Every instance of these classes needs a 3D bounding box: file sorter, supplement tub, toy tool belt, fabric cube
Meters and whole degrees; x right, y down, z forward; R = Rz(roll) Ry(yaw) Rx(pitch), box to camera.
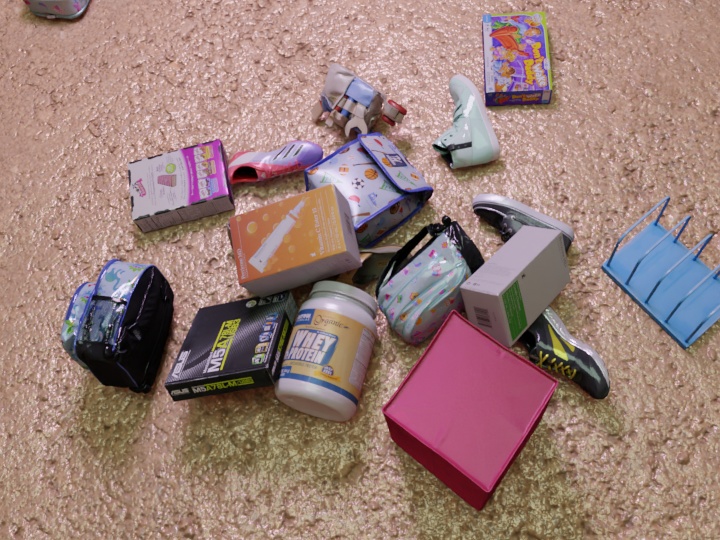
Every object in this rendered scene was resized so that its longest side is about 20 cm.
[{"bbox_3d":[0.540,-0.001,1.229,0.138,0.123,0.201,-37,67,-10],"label":"file sorter"},{"bbox_3d":[-0.053,0.136,1.225,0.141,0.145,0.204,12,67,12],"label":"supplement tub"},{"bbox_3d":[-0.008,-0.317,1.457,0.199,0.124,0.124,39,106,24],"label":"toy tool belt"},{"bbox_3d":[0.166,0.222,1.130,0.198,0.200,0.197,34,75,20],"label":"fabric cube"}]

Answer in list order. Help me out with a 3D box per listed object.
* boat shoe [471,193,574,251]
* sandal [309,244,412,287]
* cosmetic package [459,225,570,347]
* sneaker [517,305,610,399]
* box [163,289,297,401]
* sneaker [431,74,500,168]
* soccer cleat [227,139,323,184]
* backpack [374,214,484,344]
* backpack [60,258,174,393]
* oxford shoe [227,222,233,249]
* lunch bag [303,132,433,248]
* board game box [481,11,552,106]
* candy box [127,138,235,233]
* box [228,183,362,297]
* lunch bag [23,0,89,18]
[{"bbox_3d":[0.291,-0.076,1.327,0.197,0.070,0.067,25,69,9],"label":"boat shoe"},{"bbox_3d":[0.000,0.000,1.314,0.195,0.081,0.055,-7,41,-1],"label":"sandal"},{"bbox_3d":[0.263,0.022,1.217,0.084,0.109,0.199,12,42,46],"label":"cosmetic package"},{"bbox_3d":[0.328,0.145,1.209,0.083,0.075,0.201,-25,54,-23],"label":"sneaker"},{"bbox_3d":[-0.216,0.125,1.237,0.189,0.048,0.202,-9,35,15],"label":"box"},{"bbox_3d":[0.186,-0.295,1.428,0.116,0.074,0.204,-16,67,-8],"label":"sneaker"},{"bbox_3d":[-0.169,-0.209,1.435,0.195,0.067,0.078,-5,46,10],"label":"soccer cleat"},{"bbox_3d":[0.122,0.026,1.250,0.199,0.167,0.127,-40,56,2],"label":"backpack"},{"bbox_3d":[-0.424,0.087,1.273,0.144,0.184,0.204,8,61,9],"label":"backpack"},{"bbox_3d":[-0.157,-0.068,1.368,0.195,0.075,0.072,-4,64,3],"label":"oxford shoe"},{"bbox_3d":[0.017,-0.158,1.366,0.198,0.125,0.171,-32,67,-20],"label":"lunch bag"},{"bbox_3d":[0.321,-0.439,1.496,0.131,0.045,0.204,-1,65,6],"label":"board game box"},{"bbox_3d":[-0.359,-0.169,1.448,0.196,0.061,0.139,-14,65,0],"label":"candy box"},{"bbox_3d":[-0.111,-0.048,1.241,0.196,0.097,0.127,-17,71,12],"label":"box"},{"bbox_3d":[-0.706,-0.689,1.718,0.157,0.077,0.204,9,67,9],"label":"lunch bag"}]
